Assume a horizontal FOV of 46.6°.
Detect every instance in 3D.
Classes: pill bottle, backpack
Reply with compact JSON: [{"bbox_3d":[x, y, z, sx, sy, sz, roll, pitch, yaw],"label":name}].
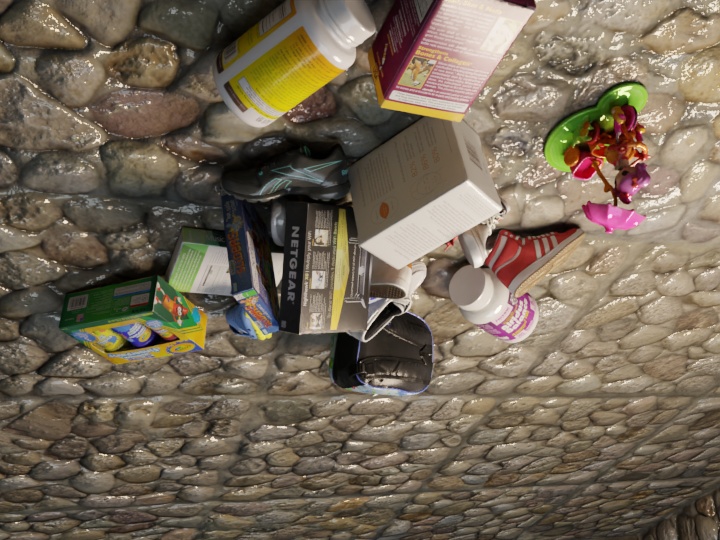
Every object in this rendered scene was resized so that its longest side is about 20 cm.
[{"bbox_3d":[-0.082,-0.273,1.040,0.199,0.110,0.109,-29,143,25],"label":"pill bottle"},{"bbox_3d":[0.040,0.158,1.660,0.198,0.186,0.146,17,160,-34],"label":"backpack"},{"bbox_3d":[0.260,0.063,1.639,0.112,0.113,0.199,-30,143,27],"label":"pill bottle"}]

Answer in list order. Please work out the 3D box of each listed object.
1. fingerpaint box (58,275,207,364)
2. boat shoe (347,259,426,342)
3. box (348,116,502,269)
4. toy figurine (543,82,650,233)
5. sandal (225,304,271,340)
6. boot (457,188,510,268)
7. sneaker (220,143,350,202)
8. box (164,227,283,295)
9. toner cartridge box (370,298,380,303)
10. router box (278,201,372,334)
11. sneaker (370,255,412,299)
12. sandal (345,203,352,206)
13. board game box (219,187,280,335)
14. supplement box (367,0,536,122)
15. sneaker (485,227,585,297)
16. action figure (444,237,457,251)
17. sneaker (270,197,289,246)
[{"bbox_3d":[-0.401,0.094,1.486,0.197,0.074,0.167,-10,149,19],"label":"fingerpaint box"},{"bbox_3d":[0.057,0.057,1.535,0.199,0.068,0.073,-35,139,-24],"label":"boat shoe"},{"bbox_3d":[0.092,-0.124,1.275,0.199,0.154,0.106,-30,143,27],"label":"box"},{"bbox_3d":[0.397,-0.155,1.295,0.148,0.186,0.200,8,141,-28],"label":"toy figurine"},{"bbox_3d":[-0.208,0.089,1.534,0.086,0.081,0.200,4,168,-1],"label":"sandal"},{"bbox_3d":[0.194,-0.087,1.330,0.094,0.201,0.074,-18,129,4],"label":"boot"},{"bbox_3d":[-0.114,-0.152,1.265,0.197,0.076,0.080,-3,119,-4],"label":"sneaker"},{"bbox_3d":[-0.229,-0.010,1.454,0.198,0.037,0.145,5,143,-25],"label":"box"},{"bbox_3d":[-0.033,0.028,1.514,0.198,0.096,0.043,-24,146,19],"label":"toner cartridge box"},{"bbox_3d":[-0.051,-0.003,1.322,0.052,0.203,0.156,7,-177,42],"label":"router box"},{"bbox_3d":[0.000,0.000,1.442,0.197,0.086,0.073,4,151,25],"label":"sneaker"},{"bbox_3d":[0.041,-0.075,1.406,0.209,0.070,0.078,-14,147,4],"label":"sandal"},{"bbox_3d":[-0.171,-0.018,1.306,0.034,0.202,0.136,-17,146,7],"label":"board game box"},{"bbox_3d":[0.108,-0.301,1.062,0.129,0.104,0.200,6,143,-25],"label":"supplement box"},{"bbox_3d":[0.321,-0.045,1.555,0.199,0.112,0.072,-33,152,-24],"label":"sneaker"},{"bbox_3d":[0.153,-0.076,1.463,0.197,0.052,0.066,-16,143,2],"label":"action figure"},{"bbox_3d":[-0.086,-0.068,1.367,0.081,0.076,0.200,-4,161,19],"label":"sneaker"}]
